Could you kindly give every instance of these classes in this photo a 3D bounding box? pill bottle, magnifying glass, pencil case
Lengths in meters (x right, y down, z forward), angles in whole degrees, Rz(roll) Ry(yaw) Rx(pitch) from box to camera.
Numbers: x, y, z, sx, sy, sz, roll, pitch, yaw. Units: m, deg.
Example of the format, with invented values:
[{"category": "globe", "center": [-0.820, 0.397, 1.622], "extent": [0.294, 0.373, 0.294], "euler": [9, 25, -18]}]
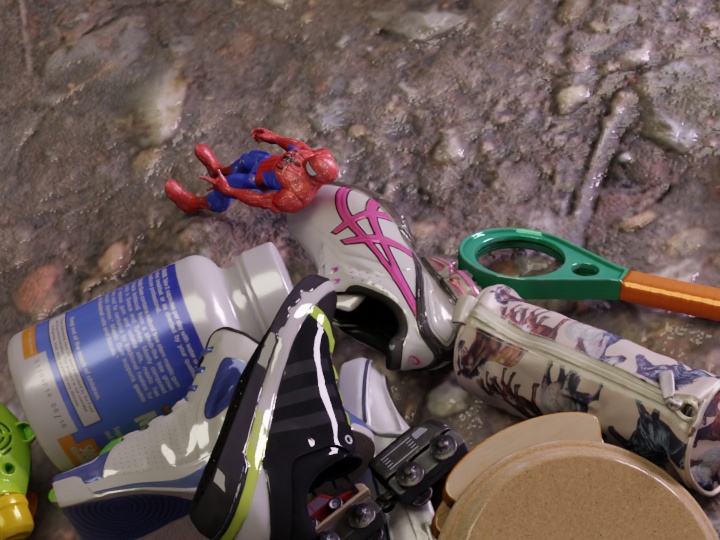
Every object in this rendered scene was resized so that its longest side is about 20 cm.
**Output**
[{"category": "pill bottle", "center": [-0.137, 0.057, 1.222], "extent": [0.200, 0.112, 0.112], "euler": [-24, 49, 2]}, {"category": "magnifying glass", "center": [0.163, 0.005, 1.196], "extent": [0.200, 0.022, 0.080], "euler": [14, 30, 21]}, {"category": "pencil case", "center": [0.151, 0.073, 1.117], "extent": [0.200, 0.090, 0.078], "euler": [22, 63, 34]}]

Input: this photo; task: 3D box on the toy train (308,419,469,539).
[{"category": "toy train", "center": [-0.019, 0.159, 1.061], "extent": [0.200, 0.034, 0.046], "euler": [-38, 51, -13]}]

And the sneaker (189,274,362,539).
[{"category": "sneaker", "center": [-0.037, 0.094, 1.029], "extent": [0.083, 0.072, 0.200], "euler": [26, 51, -7]}]

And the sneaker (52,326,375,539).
[{"category": "sneaker", "center": [-0.098, 0.105, 1.113], "extent": [0.199, 0.081, 0.115], "euler": [-18, 46, -3]}]

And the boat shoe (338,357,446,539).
[{"category": "boat shoe", "center": [0.041, 0.138, 1.117], "extent": [0.086, 0.075, 0.202], "euler": [-17, 52, 7]}]

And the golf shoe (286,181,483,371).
[{"category": "golf shoe", "center": [0.000, 0.000, 1.224], "extent": [0.092, 0.073, 0.200], "euler": [-19, 41, -33]}]

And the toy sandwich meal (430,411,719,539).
[{"category": "toy sandwich meal", "center": [0.125, 0.190, 1.037], "extent": [0.205, 0.070, 0.206], "euler": [3, 70, -9]}]

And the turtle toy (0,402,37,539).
[{"category": "turtle toy", "center": [-0.312, 0.156, 1.213], "extent": [0.200, 0.101, 0.146], "euler": [-26, 74, 3]}]

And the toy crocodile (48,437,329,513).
[{"category": "toy crocodile", "center": [-0.116, 0.150, 1.169], "extent": [0.200, 0.068, 0.062], "euler": [-8, 51, 14]}]

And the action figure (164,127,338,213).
[{"category": "action figure", "center": [-0.078, -0.072, 1.292], "extent": [0.200, 0.052, 0.065], "euler": [4, 46, 53]}]
